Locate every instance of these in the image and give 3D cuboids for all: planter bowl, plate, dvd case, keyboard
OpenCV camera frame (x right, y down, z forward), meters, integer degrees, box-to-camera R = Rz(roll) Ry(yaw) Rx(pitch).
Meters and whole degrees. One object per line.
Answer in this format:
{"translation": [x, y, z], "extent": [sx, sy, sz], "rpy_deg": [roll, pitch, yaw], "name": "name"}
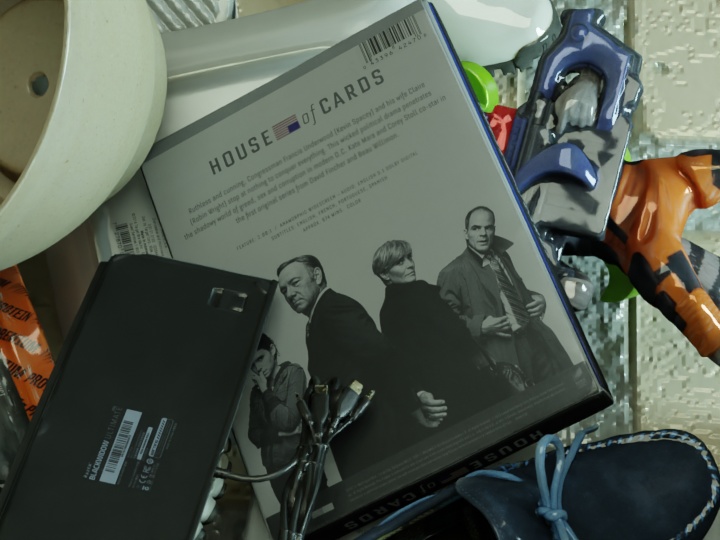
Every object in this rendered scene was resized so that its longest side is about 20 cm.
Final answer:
{"translation": [-0.167, -0.086, 0.839], "extent": [0.200, 0.135, 0.201], "rpy_deg": [-3, 84, 27], "name": "planter bowl"}
{"translation": [-0.050, -0.022, 0.910], "extent": [0.200, 0.032, 0.200], "rpy_deg": [-12, 88, -1], "name": "plate"}
{"translation": [0.000, 0.000, 0.829], "extent": [0.150, 0.025, 0.200], "rpy_deg": [-27, 63, 11], "name": "dvd case"}
{"translation": [-0.069, 0.078, 0.761], "extent": [0.127, 0.021, 0.200], "rpy_deg": [12, 50, 6], "name": "keyboard"}

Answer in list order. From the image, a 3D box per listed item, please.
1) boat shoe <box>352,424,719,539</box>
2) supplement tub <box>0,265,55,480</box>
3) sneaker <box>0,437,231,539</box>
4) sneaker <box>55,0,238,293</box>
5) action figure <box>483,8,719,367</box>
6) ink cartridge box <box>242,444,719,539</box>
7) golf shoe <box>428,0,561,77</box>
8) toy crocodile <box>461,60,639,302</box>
{"translation": [0.056, 0.117, 0.767], "extent": [0.200, 0.069, 0.084], "rpy_deg": [-28, 65, -12], "name": "boat shoe"}
{"translation": [-0.229, 0.073, 0.860], "extent": [0.200, 0.123, 0.123], "rpy_deg": [-21, 64, -10], "name": "supplement tub"}
{"translation": [-0.129, 0.105, 0.793], "extent": [0.090, 0.078, 0.200], "rpy_deg": [51, 53, -15], "name": "sneaker"}
{"translation": [-0.098, -0.067, 0.965], "extent": [0.078, 0.079, 0.200], "rpy_deg": [13, 85, -1], "name": "sneaker"}
{"translation": [0.103, 0.001, 0.868], "extent": [0.193, 0.105, 0.200], "rpy_deg": [23, 78, 5], "name": "action figure"}
{"translation": [0.045, 0.165, 0.829], "extent": [0.200, 0.084, 0.176], "rpy_deg": [8, 63, 6], "name": "ink cartridge box"}
{"translation": [0.017, -0.174, 1.006], "extent": [0.200, 0.095, 0.078], "rpy_deg": [34, 66, 16], "name": "golf shoe"}
{"translation": [0.064, -0.054, 0.962], "extent": [0.200, 0.062, 0.067], "rpy_deg": [29, 25, 16], "name": "toy crocodile"}
